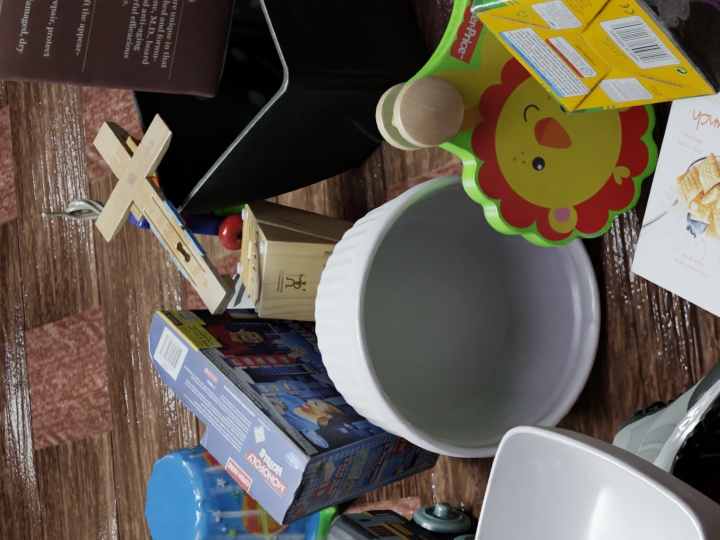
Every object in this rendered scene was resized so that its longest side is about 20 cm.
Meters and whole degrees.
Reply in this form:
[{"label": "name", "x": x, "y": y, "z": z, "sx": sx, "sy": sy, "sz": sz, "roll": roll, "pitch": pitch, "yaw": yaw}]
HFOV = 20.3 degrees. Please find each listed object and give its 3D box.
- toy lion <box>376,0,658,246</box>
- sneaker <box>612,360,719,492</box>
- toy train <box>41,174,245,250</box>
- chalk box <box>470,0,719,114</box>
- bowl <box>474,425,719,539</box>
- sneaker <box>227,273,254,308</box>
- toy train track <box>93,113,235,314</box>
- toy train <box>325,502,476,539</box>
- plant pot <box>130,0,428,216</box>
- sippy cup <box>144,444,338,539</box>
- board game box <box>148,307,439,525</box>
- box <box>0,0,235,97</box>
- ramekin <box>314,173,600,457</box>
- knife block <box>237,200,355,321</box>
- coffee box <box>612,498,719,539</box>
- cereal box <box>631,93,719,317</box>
[{"label": "toy lion", "x": 0.122, "y": -0.125, "z": 1.382, "sx": 0.069, "sy": 0.191, "sz": 0.200, "roll": -179, "pitch": 110, "yaw": -75}, {"label": "sneaker", "x": 0.211, "y": 0.111, "z": 1.343, "sx": 0.200, "sy": 0.074, "sz": 0.079, "roll": -57, "pitch": 42, "yaw": 37}, {"label": "toy train", "x": -0.175, "y": -0.090, "z": 1.767, "sx": 0.085, "sy": 0.200, "sz": 0.116, "roll": 33, "pitch": 112, "yaw": 49}, {"label": "chalk box", "x": 0.177, "y": -0.221, "z": 1.301, "sx": 0.124, "sy": 0.125, "sz": 0.200, "roll": -5, "pitch": 55, "yaw": 43}, {"label": "bowl", "x": 0.155, "y": 0.205, "z": 1.225, "sx": 0.200, "sy": 0.075, "sz": 0.200, "roll": 26, "pitch": 110, "yaw": 52}, {"label": "sneaker", "x": -0.062, "y": 0.079, "z": 1.666, "sx": 0.076, "sy": 0.115, "sz": 0.201, "roll": 71, "pitch": 180, "yaw": -57}, {"label": "toy train track", "x": -0.147, "y": -0.043, "z": 1.576, "sx": 0.200, "sy": 0.033, "sz": 0.115, "roll": 53, "pitch": 124, "yaw": 31}, {"label": "toy train", "x": 0.060, "y": 0.237, "z": 1.511, "sx": 0.200, "sy": 0.114, "sz": 0.085, "roll": 28, "pitch": 113, "yaw": 51}, {"label": "plant pot", "x": -0.060, "y": -0.173, "z": 1.626, "sx": 0.200, "sy": 0.177, "sz": 0.200, "roll": -45, "pitch": 54, "yaw": 45}, {"label": "sippy cup", "x": -0.109, "y": 0.201, "z": 1.729, "sx": 0.140, "sy": 0.130, "sz": 0.178, "roll": 59, "pitch": 134, "yaw": 36}, {"label": "board game box", "x": -0.034, "y": 0.104, "z": 1.527, "sx": 0.200, "sy": 0.200, "sz": 0.062, "roll": 41, "pitch": 118, "yaw": 38}, {"label": "box", "x": -0.216, "y": -0.234, "z": 1.522, "sx": 0.166, "sy": 0.200, "sz": 0.165, "roll": 28, "pitch": 112, "yaw": 50}, {"label": "ramekin", "x": 0.062, "y": 0.033, "z": 1.447, "sx": 0.105, "sy": 0.200, "sz": 0.201, "roll": -7, "pitch": 84, "yaw": 63}, {"label": "knife block", "x": 0.000, "y": 0.000, "z": 1.596, "sx": 0.200, "sy": 0.175, "sz": 0.064, "roll": -126, "pitch": 41, "yaw": -72}, {"label": "coffee box", "x": 0.248, "y": 0.235, "z": 1.255, "sx": 0.200, "sy": 0.113, "sz": 0.080, "roll": 50, "pitch": 128, "yaw": 43}, {"label": "cereal box", "x": 0.255, "y": -0.069, "z": 1.308, "sx": 0.144, "sy": 0.039, "sz": 0.200, "roll": 31, "pitch": 114, "yaw": 51}]
